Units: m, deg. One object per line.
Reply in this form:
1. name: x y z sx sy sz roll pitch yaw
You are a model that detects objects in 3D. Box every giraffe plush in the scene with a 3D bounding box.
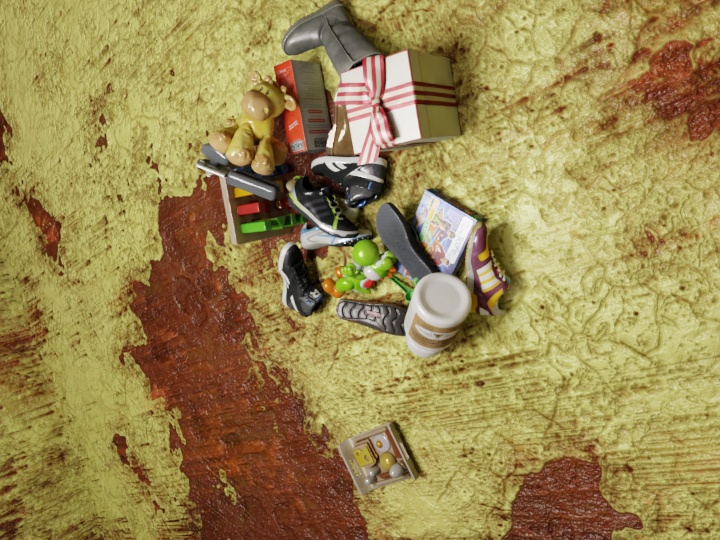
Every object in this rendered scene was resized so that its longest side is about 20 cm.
1. giraffe plush: -0.219 -0.335 1.281 0.172 0.200 0.162 22 128 -14

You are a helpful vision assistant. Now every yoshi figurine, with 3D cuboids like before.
1. yoshi figurine: -0.007 -0.014 1.322 0.200 0.112 0.113 -28 63 46

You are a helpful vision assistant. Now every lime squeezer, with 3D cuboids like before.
1. lime squeezer: 0.112 0.040 1.251 0.200 0.038 0.071 -175 62 -79

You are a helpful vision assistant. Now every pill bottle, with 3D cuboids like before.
1. pill bottle: 0.150 0.100 1.193 0.114 0.114 0.200 46 156 20

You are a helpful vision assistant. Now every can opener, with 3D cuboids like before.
1. can opener: -0.270 -0.215 1.287 0.200 0.053 0.067 25 120 2

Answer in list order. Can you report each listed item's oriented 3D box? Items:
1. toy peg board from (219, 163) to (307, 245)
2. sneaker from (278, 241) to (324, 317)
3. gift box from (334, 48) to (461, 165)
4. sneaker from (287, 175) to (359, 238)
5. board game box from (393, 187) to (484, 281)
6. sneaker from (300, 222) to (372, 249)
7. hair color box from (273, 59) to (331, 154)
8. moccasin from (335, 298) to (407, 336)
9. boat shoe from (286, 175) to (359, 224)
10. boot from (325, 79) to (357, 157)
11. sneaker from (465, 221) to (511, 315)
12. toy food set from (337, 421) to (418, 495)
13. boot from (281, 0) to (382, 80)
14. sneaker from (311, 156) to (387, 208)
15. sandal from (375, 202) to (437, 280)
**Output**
1. toy peg board: -0.221 -0.177 1.399 0.098 0.200 0.199 -4 99 34
2. sneaker: -0.137 0.027 1.447 0.112 0.073 0.200 26 136 26
3. gift box: 0.066 -0.314 1.148 0.200 0.187 0.185 -11 94 38
4. sneaker: -0.081 -0.146 1.303 0.200 0.072 0.083 34 114 15
5. board game box: 0.161 -0.055 1.236 0.135 0.034 0.200 37 122 26
6. sneaker: -0.062 -0.088 1.382 0.200 0.072 0.073 0 88 33
7. hair color box: -0.128 -0.372 1.338 0.061 0.101 0.200 -5 97 39
8. moccasin: 0.044 0.109 1.346 0.201 0.078 0.074 6 89 18
9. boat shoe: -0.086 -0.176 1.381 0.200 0.073 0.063 30 113 16
10. boot: -0.021 -0.343 1.294 0.075 0.074 0.200 19 120 16
11. sneaker: 0.255 -0.003 1.151 0.090 0.075 0.200 6 122 17
12. toy food set: 0.040 0.473 1.449 0.200 0.060 0.144 -33 81 38
13. boot: -0.064 -0.462 1.236 0.182 0.073 0.200 -32 68 17
14. sneaker: -0.037 -0.196 1.313 0.200 0.073 0.112 4 85 36
15. sandal: 0.099 -0.055 1.242 0.076 0.043 0.200 -29 93 47
